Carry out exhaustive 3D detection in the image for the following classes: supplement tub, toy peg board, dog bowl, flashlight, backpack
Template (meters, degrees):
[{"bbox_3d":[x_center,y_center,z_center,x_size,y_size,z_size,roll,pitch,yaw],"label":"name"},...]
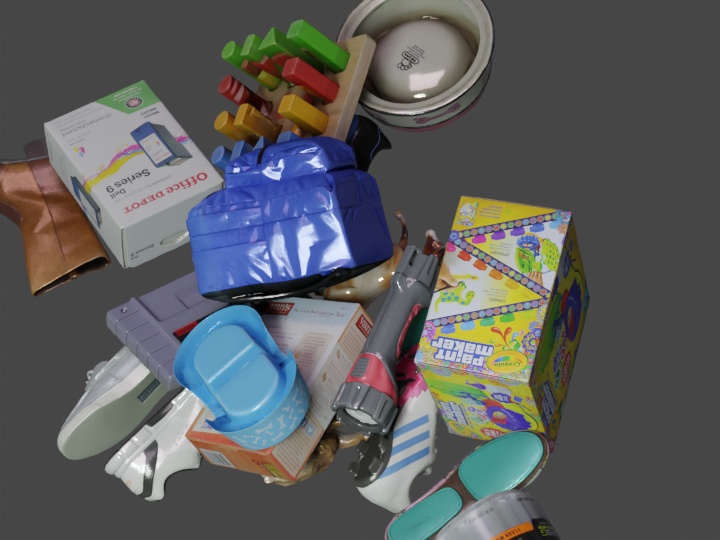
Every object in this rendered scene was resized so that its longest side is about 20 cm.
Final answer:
[{"bbox_3d":[0.166,0.328,1.484,0.122,0.123,0.200,-31,60,-2],"label":"supplement tub"},{"bbox_3d":[-0.105,-0.194,1.788,0.200,0.098,0.200,-6,60,50],"label":"toy peg board"},{"bbox_3d":[-0.121,0.115,1.577,0.111,0.050,0.200,-40,36,-4],"label":"dog bowl"},{"bbox_3d":[0.037,0.077,1.608,0.068,0.068,0.201,26,64,2],"label":"flashlight"},{"bbox_3d":[-0.087,-0.051,1.649,0.199,0.162,0.169,-15,85,21],"label":"backpack"},{"bbox_3d":[0.072,-0.257,1.844,0.199,0.074,0.201,-6,62,12],"label":"dog bowl"}]

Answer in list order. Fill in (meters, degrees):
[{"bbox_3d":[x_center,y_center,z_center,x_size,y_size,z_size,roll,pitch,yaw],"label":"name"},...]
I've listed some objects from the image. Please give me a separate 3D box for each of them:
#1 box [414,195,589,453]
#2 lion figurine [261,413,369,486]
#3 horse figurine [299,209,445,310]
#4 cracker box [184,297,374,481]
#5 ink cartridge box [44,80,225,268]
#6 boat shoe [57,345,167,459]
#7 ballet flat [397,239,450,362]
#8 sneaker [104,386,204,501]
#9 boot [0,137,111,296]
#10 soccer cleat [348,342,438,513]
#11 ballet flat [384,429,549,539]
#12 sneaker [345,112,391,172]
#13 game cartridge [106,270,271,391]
[{"bbox_3d":[0.154,0.059,1.582,0.121,0.200,0.193,10,67,19],"label":"box"},{"bbox_3d":[-0.047,0.147,1.678,0.122,0.073,0.201,-12,46,21],"label":"lion figurine"},{"bbox_3d":[0.000,0.000,1.725,0.199,0.050,0.133,-30,42,1],"label":"horse figurine"},{"bbox_3d":[-0.082,0.123,1.626,0.134,0.058,0.200,5,53,43],"label":"cracker box"},{"bbox_3d":[-0.274,-0.119,1.839,0.145,0.088,0.200,-27,60,-21],"label":"ink cartridge box"},{"bbox_3d":[-0.278,0.134,1.747,0.201,0.070,0.071,-43,50,-13],"label":"boat shoe"},{"bbox_3d":[0.080,0.026,1.711,0.200,0.068,0.062,-43,31,-12],"label":"ballet flat"},{"bbox_3d":[-0.194,0.178,1.704,0.080,0.074,0.200,45,75,0],"label":"sneaker"},{"bbox_3d":[-0.427,-0.050,1.891,0.187,0.069,0.201,-19,65,-9],"label":"boot"},{"bbox_3d":[0.053,0.170,1.634,0.070,0.086,0.201,-13,42,48],"label":"soccer cleat"},{"bbox_3d":[0.115,0.239,1.572,0.200,0.071,0.069,-37,56,1],"label":"ballet flat"},{"bbox_3d":[-0.042,-0.095,1.795,0.200,0.078,0.070,-53,28,10],"label":"sneaker"},{"bbox_3d":[-0.172,0.053,1.722,0.200,0.039,0.130,-27,50,-33],"label":"game cartridge"}]
